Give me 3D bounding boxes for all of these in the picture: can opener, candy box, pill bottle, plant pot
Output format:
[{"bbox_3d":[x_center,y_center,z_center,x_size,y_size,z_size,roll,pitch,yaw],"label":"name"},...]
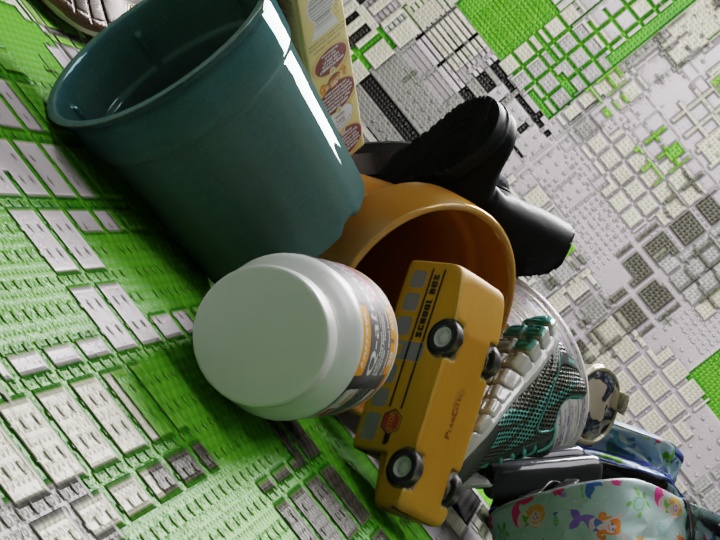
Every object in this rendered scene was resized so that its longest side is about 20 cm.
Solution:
[{"bbox_3d":[0.118,0.166,1.648,0.200,0.067,0.053,3,14,-27],"label":"can opener"},{"bbox_3d":[-0.066,-0.184,1.576,0.115,0.055,0.200,28,-35,32],"label":"candy box"},{"bbox_3d":[-0.045,0.047,1.351,0.116,0.116,0.200,52,7,9],"label":"pill bottle"},{"bbox_3d":[-0.106,-0.104,1.492,0.196,0.200,0.200,56,4,-29],"label":"plant pot"},{"bbox_3d":[0.000,0.000,1.650,0.183,0.200,0.200,36,-6,46],"label":"plant pot"}]

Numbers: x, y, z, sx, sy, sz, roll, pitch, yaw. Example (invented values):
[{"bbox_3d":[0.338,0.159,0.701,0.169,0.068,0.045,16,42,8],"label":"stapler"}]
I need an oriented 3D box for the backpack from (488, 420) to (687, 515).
[{"bbox_3d":[0.244,0.229,1.916,0.183,0.147,0.200,12,-18,26],"label":"backpack"}]

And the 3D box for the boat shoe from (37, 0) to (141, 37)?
[{"bbox_3d":[-0.248,-0.245,1.782,0.202,0.075,0.075,19,72,-52],"label":"boat shoe"}]

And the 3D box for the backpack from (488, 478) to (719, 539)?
[{"bbox_3d":[0.208,0.253,1.637,0.200,0.177,0.151,34,46,-46],"label":"backpack"}]

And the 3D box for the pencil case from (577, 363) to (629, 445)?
[{"bbox_3d":[0.158,0.119,1.853,0.200,0.078,0.089,6,12,44],"label":"pencil case"}]

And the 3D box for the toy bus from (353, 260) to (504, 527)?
[{"bbox_3d":[0.052,0.096,1.516,0.078,0.200,0.065,6,-17,41],"label":"toy bus"}]

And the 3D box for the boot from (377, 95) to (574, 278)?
[{"bbox_3d":[0.127,-0.068,1.701,0.168,0.077,0.200,29,-28,-20],"label":"boot"}]

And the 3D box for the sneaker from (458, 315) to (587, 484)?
[{"bbox_3d":[0.123,0.132,1.602,0.091,0.200,0.078,51,-25,-17],"label":"sneaker"}]

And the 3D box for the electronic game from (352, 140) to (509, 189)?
[{"bbox_3d":[0.044,-0.079,1.846,0.200,0.200,0.042,39,51,-58],"label":"electronic game"}]

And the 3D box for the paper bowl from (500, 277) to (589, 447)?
[{"bbox_3d":[0.102,0.105,1.757,0.104,0.201,0.201,-26,73,-41],"label":"paper bowl"}]
